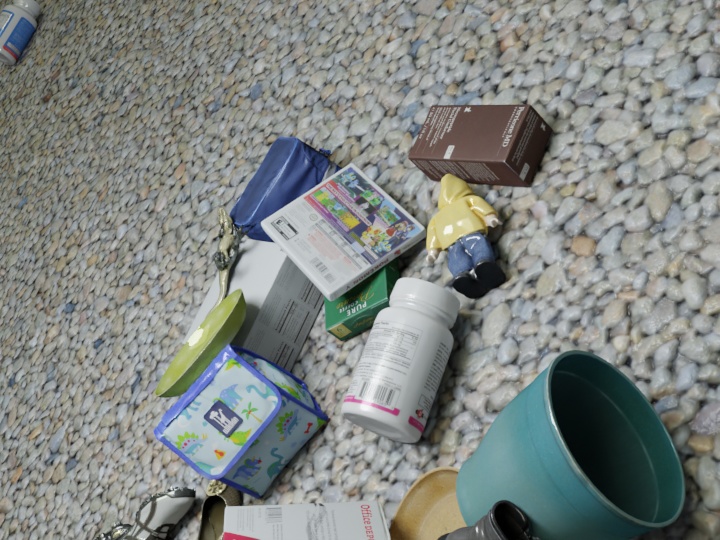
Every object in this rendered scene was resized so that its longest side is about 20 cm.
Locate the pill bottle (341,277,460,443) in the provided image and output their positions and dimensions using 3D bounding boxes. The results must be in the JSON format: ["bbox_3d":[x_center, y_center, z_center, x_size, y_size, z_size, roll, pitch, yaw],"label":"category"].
[{"bbox_3d":[0.059,0.119,1.377,0.113,0.113,0.201,3,64,46],"label":"pill bottle"}]

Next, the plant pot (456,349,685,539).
[{"bbox_3d":[0.209,0.219,1.103,0.188,0.199,0.201,-42,38,36],"label":"plant pot"}]

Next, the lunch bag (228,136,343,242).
[{"bbox_3d":[-0.110,-0.124,1.716,0.201,0.132,0.136,-58,23,-4],"label":"lunch bag"}]

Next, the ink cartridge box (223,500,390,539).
[{"bbox_3d":[-0.066,0.348,1.236,0.145,0.198,0.084,-112,22,-76],"label":"ink cartridge box"}]

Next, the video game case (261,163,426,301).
[{"bbox_3d":[-0.028,-0.063,1.565,0.182,0.023,0.200,-34,51,-14],"label":"video game case"}]

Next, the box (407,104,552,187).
[{"bbox_3d":[0.175,-0.187,1.522,0.199,0.075,0.101,9,68,46],"label":"box"}]

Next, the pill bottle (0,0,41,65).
[{"bbox_3d":[-1.065,-0.743,3.141,0.112,0.112,0.201,11,69,48],"label":"pill bottle"}]

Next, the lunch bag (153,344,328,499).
[{"bbox_3d":[-0.174,0.212,1.473,0.170,0.200,0.127,-49,39,4],"label":"lunch bag"}]

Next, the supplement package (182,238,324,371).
[{"bbox_3d":[-0.165,0.064,1.644,0.155,0.111,0.201,9,69,48],"label":"supplement package"}]

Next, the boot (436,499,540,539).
[{"bbox_3d":[0.163,0.340,1.042,0.070,0.200,0.132,-35,-5,-41],"label":"boot"}]

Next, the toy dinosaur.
[{"bbox_3d":[-0.214,-0.022,1.625,0.088,0.047,0.201,128,152,-57],"label":"toy dinosaur"}]

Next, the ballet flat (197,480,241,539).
[{"bbox_3d":[-0.219,0.389,1.507,0.067,0.046,0.201,-18,50,35],"label":"ballet flat"}]

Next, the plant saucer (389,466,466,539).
[{"bbox_3d":[0.097,0.335,1.210,0.200,0.035,0.201,-39,40,43],"label":"plant saucer"}]

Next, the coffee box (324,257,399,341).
[{"bbox_3d":[0.000,0.000,1.578,0.123,0.044,0.201,-28,44,25],"label":"coffee box"}]

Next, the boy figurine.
[{"bbox_3d":[0.143,-0.055,1.462,0.124,0.064,0.201,-35,42,22],"label":"boy figurine"}]

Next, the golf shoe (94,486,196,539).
[{"bbox_3d":[-0.320,0.412,1.585,0.200,0.078,0.095,-40,58,19],"label":"golf shoe"}]

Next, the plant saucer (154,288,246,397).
[{"bbox_3d":[-0.229,0.113,1.509,0.200,0.031,0.200,-48,13,14],"label":"plant saucer"}]
